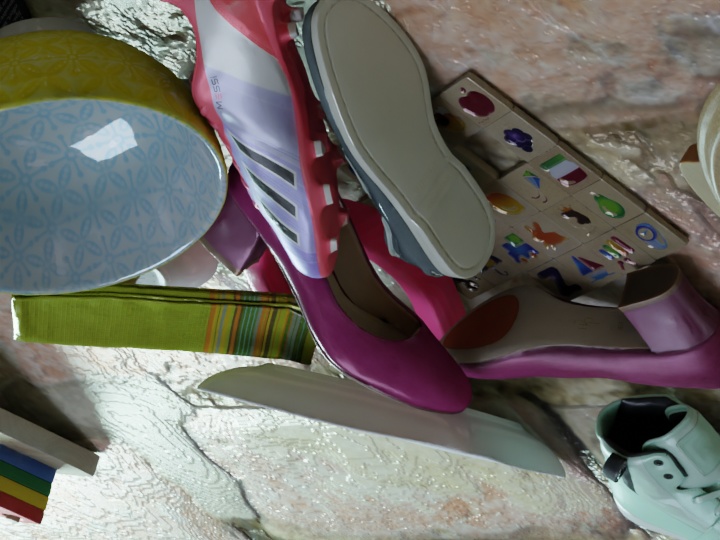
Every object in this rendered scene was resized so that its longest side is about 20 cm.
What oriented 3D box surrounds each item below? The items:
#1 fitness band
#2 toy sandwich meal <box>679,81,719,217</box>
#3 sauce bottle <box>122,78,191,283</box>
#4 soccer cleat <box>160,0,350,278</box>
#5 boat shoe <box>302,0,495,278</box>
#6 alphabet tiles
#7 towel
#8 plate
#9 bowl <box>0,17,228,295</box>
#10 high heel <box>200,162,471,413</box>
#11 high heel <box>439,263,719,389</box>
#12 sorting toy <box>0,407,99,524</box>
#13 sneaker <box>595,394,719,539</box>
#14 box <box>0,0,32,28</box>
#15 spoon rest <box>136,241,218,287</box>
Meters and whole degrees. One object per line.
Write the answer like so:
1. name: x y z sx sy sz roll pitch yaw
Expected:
1. fitness band: -0.003 0.016 1.772 0.144 0.037 0.200 15 152 26
2. toy sandwich meal: 0.263 -0.056 1.406 0.205 0.070 0.205 19 146 14
3. sauce bottle: -0.145 -0.047 1.742 0.066 0.066 0.200 30 136 -4
4. soccer cleat: -0.058 -0.087 1.566 0.076 0.067 0.200 -7 116 13
5. boat shoe: 0.009 -0.075 1.574 0.062 0.073 0.200 7 139 45
6. alphabet tiles: 0.079 -0.037 1.652 0.167 0.008 0.200 36 151 -15
7. towel: -0.126 0.035 1.780 0.200 0.018 0.086 4 152 -4
8. plate: 0.019 0.096 1.826 0.200 0.032 0.200 12 177 24
9. bowl: -0.183 -0.083 1.614 0.200 0.108 0.200 -8 148 -5
10. high heel: 0.000 0.000 1.641 0.200 0.067 0.096 36 119 -1
11. high heel: 0.139 0.056 1.675 0.200 0.067 0.096 -11 129 42
12. sorting toy: -0.350 0.143 2.194 0.200 0.070 0.199 3 161 39
13. sneaker: 0.237 0.139 1.726 0.200 0.074 0.118 15 155 28
14. box: -0.295 -0.153 1.681 0.148 0.107 0.200 13 148 25
15. spoon rest: -0.192 -0.020 1.878 0.200 0.061 0.099 0 144 19
